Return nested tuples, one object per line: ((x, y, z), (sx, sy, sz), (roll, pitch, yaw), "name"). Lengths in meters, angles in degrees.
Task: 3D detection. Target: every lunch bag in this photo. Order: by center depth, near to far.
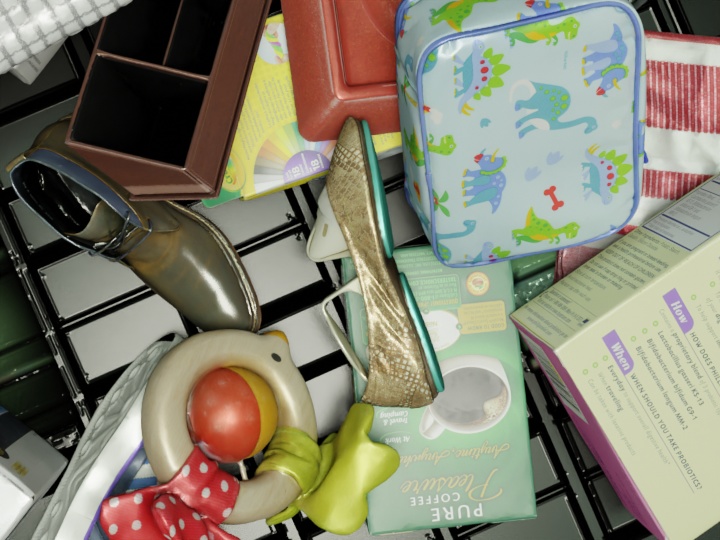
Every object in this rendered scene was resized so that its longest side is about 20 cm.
((0.107, -0.102, 1.088), (0.161, 0.082, 0.200), (-13, 132, -5), "lunch bag")

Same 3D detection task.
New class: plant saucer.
((0.045, -0.198, 1.130), (0.199, 0.037, 0.200), (-7, 89, -11), "plant saucer")

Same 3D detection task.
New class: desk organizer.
((-0.116, -0.151, 1.064), (0.072, 0.077, 0.200), (0, 66, 32), "desk organizer")

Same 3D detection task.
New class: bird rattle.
((-0.088, 0.122, 1.093), (0.200, 0.113, 0.163), (-12, 80, -30), "bird rattle")

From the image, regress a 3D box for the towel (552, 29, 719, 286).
((0.218, -0.073, 1.195), (0.144, 0.023, 0.200), (5, 89, -6), "towel")

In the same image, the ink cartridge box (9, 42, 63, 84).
((-0.226, -0.252, 1.124), (0.145, 0.084, 0.200), (37, 87, -3), "ink cartridge box")

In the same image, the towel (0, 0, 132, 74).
((-0.243, -0.213, 0.965), (0.166, 0.086, 0.200), (-31, 119, -2), "towel")

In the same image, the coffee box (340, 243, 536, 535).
((0.053, 0.080, 1.167), (0.123, 0.044, 0.200), (-7, 90, -5), "coffee box")

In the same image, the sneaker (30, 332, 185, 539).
((-0.126, 0.162, 1.143), (0.146, 0.081, 0.200), (33, 75, -20), "sneaker")

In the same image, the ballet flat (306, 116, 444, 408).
((0.000, 0.000, 1.106), (0.065, 0.071, 0.200), (-15, 92, 5), "ballet flat")

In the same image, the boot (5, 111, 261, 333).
((-0.155, -0.017, 1.114), (0.200, 0.097, 0.075), (47, 117, 1), "boot")

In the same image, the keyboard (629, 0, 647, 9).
((0.094, -0.230, 1.113), (0.127, 0.021, 0.200), (-39, 94, -11), "keyboard")

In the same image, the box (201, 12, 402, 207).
((-0.033, -0.124, 1.160), (0.200, 0.048, 0.117), (-19, 91, -8), "box")

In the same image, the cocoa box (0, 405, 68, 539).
((-0.285, 0.141, 1.058), (0.131, 0.200, 0.133), (39, 87, -3), "cocoa box")

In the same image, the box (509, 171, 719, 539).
((0.237, 0.055, 1.137), (0.200, 0.097, 0.176), (-34, 108, -4), "box")
